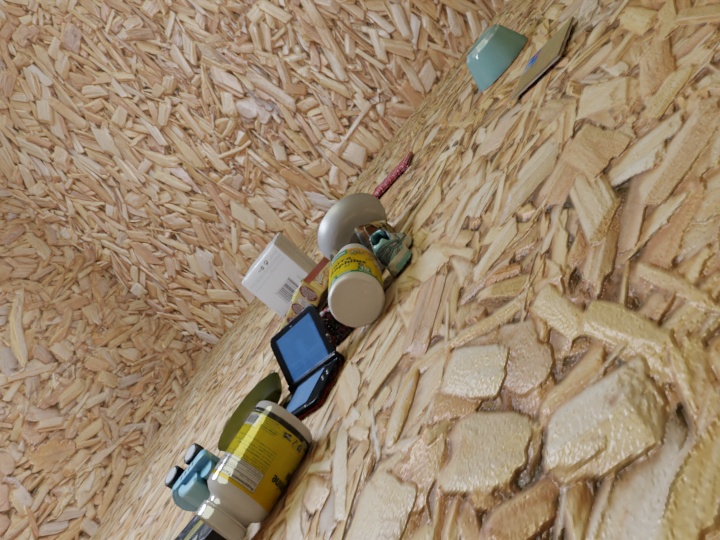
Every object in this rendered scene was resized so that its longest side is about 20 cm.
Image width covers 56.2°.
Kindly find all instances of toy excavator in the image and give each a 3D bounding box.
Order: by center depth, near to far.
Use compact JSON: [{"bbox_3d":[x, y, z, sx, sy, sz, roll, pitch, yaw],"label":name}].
[{"bbox_3d":[-0.312,0.440,1.406,0.196,0.100,0.200,-50,24,0],"label":"toy excavator"}]

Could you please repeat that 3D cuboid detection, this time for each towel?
[{"bbox_3d":[0.109,-0.324,2.359,0.200,0.022,0.145,-45,10,27],"label":"towel"}]

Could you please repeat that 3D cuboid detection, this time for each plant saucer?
[{"bbox_3d":[-0.227,0.309,1.440,0.201,0.031,0.201,-53,-14,-18],"label":"plant saucer"}]

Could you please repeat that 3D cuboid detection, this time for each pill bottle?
[{"bbox_3d":[-0.170,0.322,1.075,0.202,0.112,0.112,-56,12,-26],"label":"pill bottle"},{"bbox_3d":[-0.010,0.021,1.365,0.113,0.112,0.201,-47,16,17],"label":"pill bottle"}]

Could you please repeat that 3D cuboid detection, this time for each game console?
[{"bbox_3d":[-0.133,0.197,1.328,0.200,0.118,0.174,-41,13,45],"label":"game console"}]

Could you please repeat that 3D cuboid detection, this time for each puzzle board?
[{"bbox_3d":[0.420,-0.482,1.539,0.150,0.017,0.202,-43,13,47],"label":"puzzle board"}]

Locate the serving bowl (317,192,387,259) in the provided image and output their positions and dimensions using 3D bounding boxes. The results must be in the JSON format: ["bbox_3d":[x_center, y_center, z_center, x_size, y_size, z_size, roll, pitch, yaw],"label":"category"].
[{"bbox_3d":[-0.009,-0.093,1.712,0.201,0.199,0.066,-49,50,8],"label":"serving bowl"}]

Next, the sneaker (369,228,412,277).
[{"bbox_3d":[0.062,-0.061,1.453,0.078,0.086,0.200,-47,11,10],"label":"sneaker"}]

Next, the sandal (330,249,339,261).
[{"bbox_3d":[-0.045,0.020,1.547,0.201,0.053,0.082,-122,25,-53],"label":"sandal"}]

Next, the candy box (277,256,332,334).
[{"bbox_3d":[-0.118,0.082,1.498,0.202,0.055,0.116,-61,-5,34],"label":"candy box"}]

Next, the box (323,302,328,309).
[{"bbox_3d":[-0.120,0.076,1.896,0.160,0.049,0.201,-45,11,19],"label":"box"}]

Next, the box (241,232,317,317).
[{"bbox_3d":[-0.281,0.015,2.390,0.199,0.199,0.131,-47,11,17],"label":"box"}]

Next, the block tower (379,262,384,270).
[{"bbox_3d":[0.000,0.000,1.610,0.058,0.054,0.200,-53,11,-10],"label":"block tower"}]

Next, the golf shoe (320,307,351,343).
[{"bbox_3d":[-0.076,0.125,1.457,0.200,0.072,0.093,-45,9,32],"label":"golf shoe"}]

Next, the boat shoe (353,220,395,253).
[{"bbox_3d":[0.040,-0.088,1.599,0.073,0.076,0.200,-37,-4,12],"label":"boat shoe"}]

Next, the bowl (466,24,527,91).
[{"bbox_3d":[0.388,-0.644,1.997,0.202,0.104,0.201,-49,9,11],"label":"bowl"}]

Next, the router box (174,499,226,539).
[{"bbox_3d":[-0.275,0.475,1.173,0.201,0.052,0.157,-50,11,8],"label":"router box"}]

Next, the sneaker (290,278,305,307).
[{"bbox_3d":[-0.144,0.103,1.729,0.077,0.074,0.201,-54,15,22],"label":"sneaker"}]
